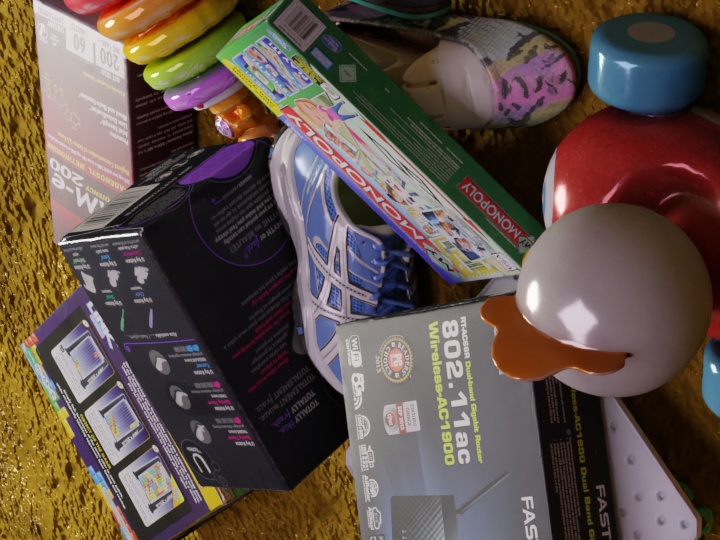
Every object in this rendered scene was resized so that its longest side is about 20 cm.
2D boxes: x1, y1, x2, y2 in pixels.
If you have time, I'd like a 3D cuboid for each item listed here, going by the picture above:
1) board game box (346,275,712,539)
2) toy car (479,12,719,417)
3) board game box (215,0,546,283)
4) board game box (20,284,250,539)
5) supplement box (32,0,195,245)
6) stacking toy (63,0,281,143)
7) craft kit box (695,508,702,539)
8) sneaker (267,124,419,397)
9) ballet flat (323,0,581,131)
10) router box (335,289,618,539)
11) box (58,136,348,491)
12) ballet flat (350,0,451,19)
[{"bbox_3d":[0.095,0.129,1.240,0.200,0.026,0.200,-51,58,33],"label":"board game box"},{"bbox_3d":[0.128,-0.002,1.042,0.177,0.200,0.185,29,131,39],"label":"toy car"},{"bbox_3d":[0.011,-0.072,1.194,0.200,0.029,0.135,44,166,-9],"label":"board game box"},{"bbox_3d":[-0.165,0.104,1.594,0.165,0.057,0.200,-37,81,52],"label":"board game box"},{"bbox_3d":[-0.172,-0.095,1.479,0.109,0.061,0.200,29,132,38],"label":"supplement box"},{"bbox_3d":[-0.108,-0.146,1.355,0.116,0.110,0.200,-9,118,54],"label":"stacking toy"},{"bbox_3d":[0.125,0.206,1.304,0.200,0.048,0.198,23,125,43],"label":"craft kit box"},{"bbox_3d":[0.000,0.000,1.307,0.077,0.076,0.200,-1,111,56],"label":"sneaker"},{"bbox_3d":[0.034,-0.115,1.202,0.200,0.071,0.069,19,124,44],"label":"ballet flat"},{"bbox_3d":[0.068,0.116,1.203,0.150,0.062,0.200,-12,83,44],"label":"router box"},{"bbox_3d":[-0.083,0.030,1.361,0.106,0.122,0.200,-5,118,52],"label":"box"},{"bbox_3d":[-0.026,-0.195,1.231,0.200,0.073,0.073,14,122,38],"label":"ballet flat"}]
